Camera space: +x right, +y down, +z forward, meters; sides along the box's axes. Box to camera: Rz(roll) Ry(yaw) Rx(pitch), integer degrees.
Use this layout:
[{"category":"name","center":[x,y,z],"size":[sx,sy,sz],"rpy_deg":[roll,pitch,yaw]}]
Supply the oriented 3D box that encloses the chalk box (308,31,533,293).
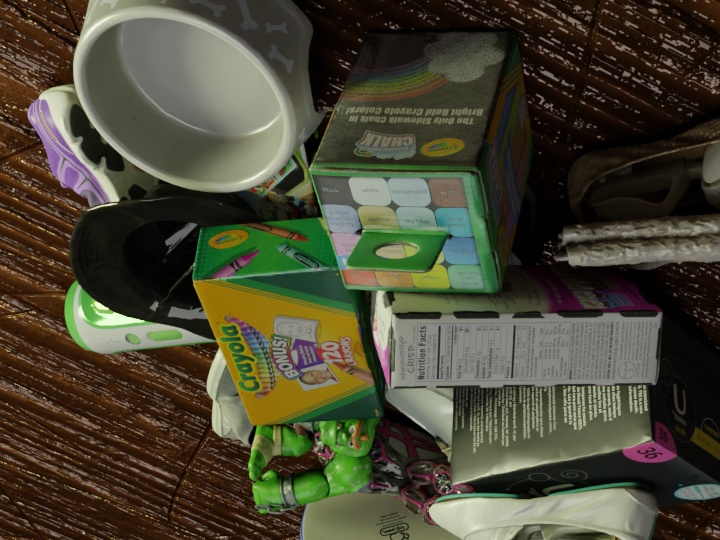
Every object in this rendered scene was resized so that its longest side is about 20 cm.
[{"category":"chalk box","center":[0.045,-0.063,0.963],"size":[0.124,0.201,0.124],"rpy_deg":[3,138,19]}]

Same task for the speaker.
[{"category":"speaker","center":[-0.179,0.031,1.252],"size":[0.199,0.089,0.089],"rpy_deg":[-7,134,29]}]

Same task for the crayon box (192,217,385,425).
[{"category":"crayon box","center":[-0.053,0.045,1.086],"size":[0.118,0.059,0.201],"rpy_deg":[-5,139,10]}]

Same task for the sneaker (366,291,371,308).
[{"category":"sneaker","center":[0.000,0.000,1.137],"size":[0.077,0.075,0.200],"rpy_deg":[61,150,13]}]

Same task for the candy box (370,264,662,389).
[{"category":"candy box","center":[0.112,0.040,1.009],"size":[0.199,0.136,0.061],"rpy_deg":[0,105,-4]}]

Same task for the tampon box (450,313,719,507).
[{"category":"tampon box","center":[0.199,0.132,1.154],"size":[0.199,0.127,0.150],"rpy_deg":[-19,146,37]}]

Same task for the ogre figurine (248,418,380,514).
[{"category":"ogre figurine","center":[-0.042,0.140,1.289],"size":[0.119,0.201,0.098],"rpy_deg":[5,173,5]}]

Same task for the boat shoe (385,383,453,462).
[{"category":"boat shoe","center":[0.110,0.154,1.290],"size":[0.199,0.069,0.075],"rpy_deg":[24,140,-6]}]

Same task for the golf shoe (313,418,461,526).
[{"category":"golf shoe","center":[0.038,0.195,1.360],"size":[0.199,0.092,0.073],"rpy_deg":[27,107,23]}]

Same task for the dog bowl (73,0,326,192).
[{"category":"dog bowl","center":[-0.124,-0.141,1.001],"size":[0.199,0.059,0.201],"rpy_deg":[12,139,11]}]

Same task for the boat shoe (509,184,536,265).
[{"category":"boat shoe","center":[0.118,0.013,1.127],"size":[0.074,0.066,0.200],"rpy_deg":[11,140,9]}]

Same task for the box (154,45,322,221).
[{"category":"box","center":[-0.090,-0.111,1.094],"size":[0.109,0.035,0.201],"rpy_deg":[6,139,16]}]

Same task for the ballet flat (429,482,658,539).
[{"category":"ballet flat","center":[0.149,0.217,1.115],"size":[0.199,0.070,0.070],"rpy_deg":[-8,134,22]}]

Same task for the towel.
[{"category":"towel","center":[0.242,-0.021,0.982],"size":[0.199,0.035,0.133],"rpy_deg":[-5,178,10]}]

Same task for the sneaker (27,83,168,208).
[{"category":"sneaker","center":[-0.219,-0.079,1.170],"size":[0.083,0.081,0.201],"rpy_deg":[1,130,40]}]

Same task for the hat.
[{"category":"hat","center":[-0.138,-0.027,1.119],"size":[0.199,0.081,0.201],"rpy_deg":[4,143,3]}]

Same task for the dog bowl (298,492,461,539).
[{"category":"dog bowl","center":[0.035,0.288,1.372],"size":[0.199,0.201,0.079],"rpy_deg":[13,138,7]}]

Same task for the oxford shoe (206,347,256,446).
[{"category":"oxford shoe","center":[-0.116,0.116,1.333],"size":[0.057,0.075,0.200],"rpy_deg":[23,149,12]}]

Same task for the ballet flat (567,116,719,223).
[{"category":"ballet flat","center":[0.244,-0.068,0.983],"size":[0.199,0.065,0.071],"rpy_deg":[-16,128,34]}]
